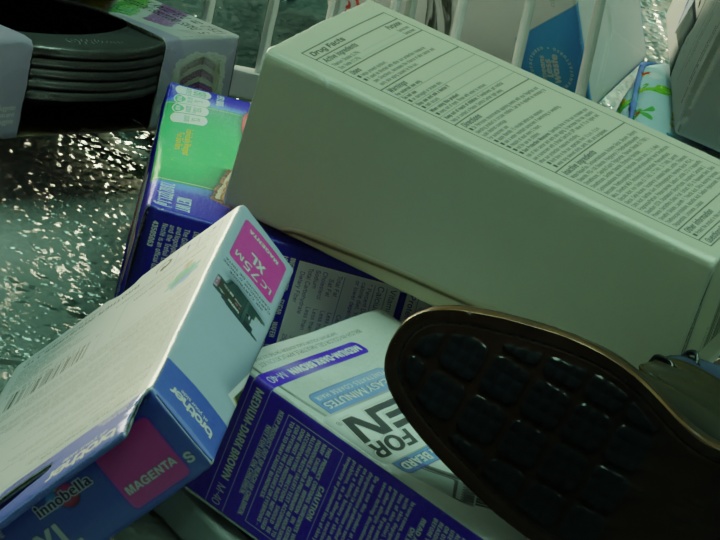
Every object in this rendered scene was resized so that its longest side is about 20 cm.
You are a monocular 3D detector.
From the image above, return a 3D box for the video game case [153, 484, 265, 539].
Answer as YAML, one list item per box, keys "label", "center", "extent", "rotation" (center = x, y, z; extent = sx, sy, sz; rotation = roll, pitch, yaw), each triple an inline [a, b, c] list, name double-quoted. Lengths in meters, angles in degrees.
- label: "video game case"
  center: [0.024, 0.106, 1.138]
  extent: [0.199, 0.018, 0.143]
  rotation: [-3, 35, -45]

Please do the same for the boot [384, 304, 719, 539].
- label: "boot"
  center: [0.098, 0.064, 1.046]
  extent: [0.199, 0.075, 0.097]
  rotation: [29, 12, -5]

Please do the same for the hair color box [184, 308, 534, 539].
- label: "hair color box"
  center: [0.044, 0.097, 1.076]
  extent: [0.200, 0.065, 0.109]
  rotation: [35, 26, 22]

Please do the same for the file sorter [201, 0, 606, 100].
- label: "file sorter"
  center: [0.005, -0.133, 1.398]
  extent: [0.138, 0.125, 0.199]
  rotation: [8, 5, -44]

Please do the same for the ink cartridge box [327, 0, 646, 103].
- label: "ink cartridge box"
  center: [0.045, -0.160, 1.536]
  extent: [0.199, 0.116, 0.067]
  rotation: [10, 36, 33]

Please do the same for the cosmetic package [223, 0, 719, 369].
- label: "cosmetic package"
  center: [0.059, -0.029, 1.155]
  extent: [0.199, 0.073, 0.103]
  rotation: [26, 26, 18]

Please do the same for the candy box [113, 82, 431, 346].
- label: "candy box"
  center: [0.000, 0.000, 1.240]
  extent: [0.199, 0.077, 0.169]
  rotation: [16, 21, -6]

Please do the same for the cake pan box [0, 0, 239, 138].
- label: "cake pan box"
  center: [-0.182, -0.111, 1.332]
  extent: [0.184, 0.053, 0.200]
  rotation: [-8, 26, -45]

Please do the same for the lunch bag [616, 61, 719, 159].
- label: "lunch bag"
  center: [0.196, -0.028, 1.486]
  extent: [0.160, 0.083, 0.200]
  rotation: [22, 22, 1]

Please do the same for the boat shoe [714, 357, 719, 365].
- label: "boat shoe"
  center: [0.156, 0.070, 1.214]
  extent: [0.060, 0.074, 0.200]
  rotation: [36, -2, -39]

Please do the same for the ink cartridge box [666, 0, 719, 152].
- label: "ink cartridge box"
  center: [0.241, -0.109, 1.499]
  extent: [0.146, 0.086, 0.200]
  rotation: [24, 20, -4]

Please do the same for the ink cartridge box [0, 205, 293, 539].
- label: "ink cartridge box"
  center: [-0.093, 0.056, 1.019]
  extent: [0.042, 0.119, 0.200]
  rotation: [51, 20, -10]
